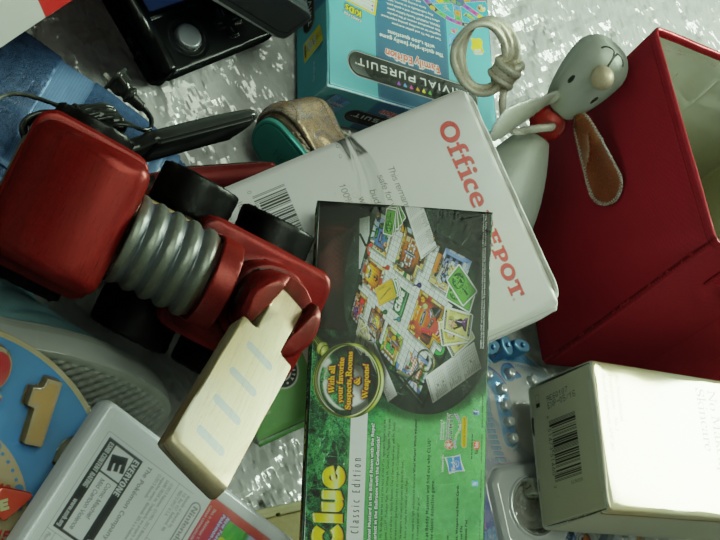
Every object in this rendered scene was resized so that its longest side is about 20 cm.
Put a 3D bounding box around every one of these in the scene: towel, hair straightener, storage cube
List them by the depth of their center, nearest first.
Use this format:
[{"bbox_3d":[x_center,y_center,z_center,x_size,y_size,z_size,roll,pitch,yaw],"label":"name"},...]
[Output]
[{"bbox_3d":[-0.145,-0.075,0.742,0.198,0.041,0.078,-12,78,-33],"label":"hair straightener"},{"bbox_3d":[-0.201,-0.086,0.757,0.199,0.048,0.113,35,54,-17],"label":"towel"},{"bbox_3d":[0.235,-0.035,0.936,0.169,0.180,0.203,13,54,-30],"label":"storage cube"}]

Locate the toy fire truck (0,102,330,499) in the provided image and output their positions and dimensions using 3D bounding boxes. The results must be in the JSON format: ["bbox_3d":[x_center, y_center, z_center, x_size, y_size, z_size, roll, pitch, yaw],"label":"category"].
[{"bbox_3d":[-0.096,0.011,0.615,0.174,0.200,0.130,28,86,-18],"label":"toy fire truck"}]

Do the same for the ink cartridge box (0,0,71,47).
[{"bbox_3d":[-0.233,-0.167,0.667,0.199,0.067,0.117,-38,81,-10],"label":"ink cartridge box"}]

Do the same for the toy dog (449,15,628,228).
[{"bbox_3d":[0.111,-0.066,0.880,0.130,0.203,0.097,12,20,-8],"label":"toy dog"}]

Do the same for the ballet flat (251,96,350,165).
[{"bbox_3d":[0.005,-0.034,0.867,0.067,0.068,0.202,-33,93,-46],"label":"ballet flat"}]

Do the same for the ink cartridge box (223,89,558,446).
[{"bbox_3d":[0.000,0.000,0.781,0.197,0.084,0.148,-22,83,-8],"label":"ink cartridge box"}]

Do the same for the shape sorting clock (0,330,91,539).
[{"bbox_3d":[-0.215,0.124,0.629,0.197,0.039,0.204,-1,92,-34],"label":"shape sorting clock"}]

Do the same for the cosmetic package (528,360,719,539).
[{"bbox_3d":[0.219,0.132,0.905,0.197,0.073,0.105,9,66,-31],"label":"cosmetic package"}]

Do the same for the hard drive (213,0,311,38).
[{"bbox_3d":[-0.108,-0.263,0.849,0.139,0.033,0.202,19,46,-57],"label":"hard drive"}]

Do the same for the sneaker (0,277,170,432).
[{"bbox_3d":[-0.190,0.032,0.703,0.199,0.074,0.083,28,34,-36],"label":"sneaker"}]

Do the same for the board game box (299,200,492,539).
[{"bbox_3d":[0.020,0.065,0.716,0.103,0.023,0.204,5,79,-8],"label":"board game box"}]

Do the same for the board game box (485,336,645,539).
[{"bbox_3d":[0.120,0.163,0.886,0.200,0.026,0.201,43,53,-13],"label":"board game box"}]

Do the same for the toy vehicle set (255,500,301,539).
[{"bbox_3d":[-0.024,0.238,0.755,0.123,0.026,0.203,-4,73,-35],"label":"toy vehicle set"}]

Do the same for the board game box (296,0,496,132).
[{"bbox_3d":[0.025,-0.198,0.959,0.149,0.047,0.203,12,65,-30],"label":"board game box"}]

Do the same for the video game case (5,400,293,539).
[{"bbox_3d":[-0.120,0.202,0.660,0.182,0.023,0.201,41,67,-24],"label":"video game case"}]

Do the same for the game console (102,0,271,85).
[{"bbox_3d":[-0.139,-0.236,0.818,0.175,0.116,0.202,-29,89,-37],"label":"game console"}]
